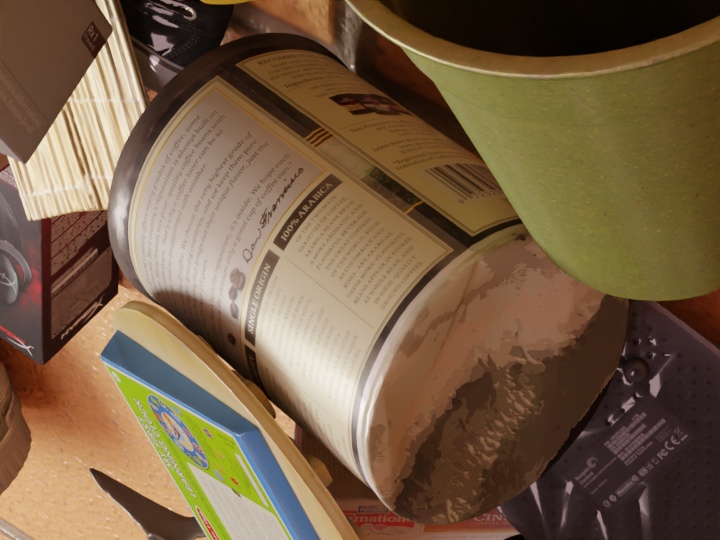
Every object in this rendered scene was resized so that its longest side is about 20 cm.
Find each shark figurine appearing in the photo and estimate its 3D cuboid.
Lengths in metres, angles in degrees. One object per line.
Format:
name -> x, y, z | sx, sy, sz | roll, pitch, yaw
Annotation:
shark figurine -> -0.031, 0.090, 1.234 | 0.128, 0.214, 0.090 | 36, -154, -51

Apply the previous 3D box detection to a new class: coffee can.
coffee can -> 0.000, 0.000, 1.003 | 0.200, 0.146, 0.147 | 38, 151, 40

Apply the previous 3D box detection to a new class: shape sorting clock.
shape sorting clock -> -0.048, 0.095, 1.035 | 0.200, 0.039, 0.200 | 42, 158, 21

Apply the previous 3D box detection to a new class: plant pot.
plant pot -> 0.103, -0.090, 0.831 | 0.200, 0.200, 0.190 | 21, 154, 30

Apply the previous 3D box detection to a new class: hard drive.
hard drive -> 0.160, 0.110, 1.044 | 0.200, 0.042, 0.135 | 42, 110, -6

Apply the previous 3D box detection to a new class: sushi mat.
sushi mat -> -0.152, -0.117, 1.078 | 0.096, 0.012, 0.200 | -1, 115, 32

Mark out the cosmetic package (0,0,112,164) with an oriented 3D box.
cosmetic package -> -0.224, -0.136, 1.021 | 0.200, 0.090, 0.107 | 26, 165, 27

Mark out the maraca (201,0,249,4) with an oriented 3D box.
maraca -> -0.069, -0.159, 0.911 | 0.107, 0.200, 0.137 | 71, 159, 5

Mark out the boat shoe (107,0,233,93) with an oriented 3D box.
boat shoe -> -0.143, -0.168, 1.099 | 0.200, 0.069, 0.057 | 40, 121, 6

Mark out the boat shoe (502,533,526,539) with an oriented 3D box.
boat shoe -> 0.112, 0.181, 1.105 | 0.068, 0.200, 0.072 | -44, 53, 23

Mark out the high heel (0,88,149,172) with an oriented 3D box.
high heel -> -0.180, -0.061, 1.141 | 0.096, 0.200, 0.067 | 34, -178, 21

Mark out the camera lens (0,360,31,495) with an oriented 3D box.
camera lens -> -0.326, 0.067, 1.461 | 0.160, 0.160, 0.200 | 2, 129, 46

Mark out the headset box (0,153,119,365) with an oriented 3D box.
headset box -> -0.214, -0.061, 1.274 | 0.149, 0.077, 0.200 | 33, 147, 15

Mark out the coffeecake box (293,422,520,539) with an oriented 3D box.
coffeecake box -> 0.037, 0.143, 1.173 | 0.153, 0.073, 0.200 | 1, 142, -6
